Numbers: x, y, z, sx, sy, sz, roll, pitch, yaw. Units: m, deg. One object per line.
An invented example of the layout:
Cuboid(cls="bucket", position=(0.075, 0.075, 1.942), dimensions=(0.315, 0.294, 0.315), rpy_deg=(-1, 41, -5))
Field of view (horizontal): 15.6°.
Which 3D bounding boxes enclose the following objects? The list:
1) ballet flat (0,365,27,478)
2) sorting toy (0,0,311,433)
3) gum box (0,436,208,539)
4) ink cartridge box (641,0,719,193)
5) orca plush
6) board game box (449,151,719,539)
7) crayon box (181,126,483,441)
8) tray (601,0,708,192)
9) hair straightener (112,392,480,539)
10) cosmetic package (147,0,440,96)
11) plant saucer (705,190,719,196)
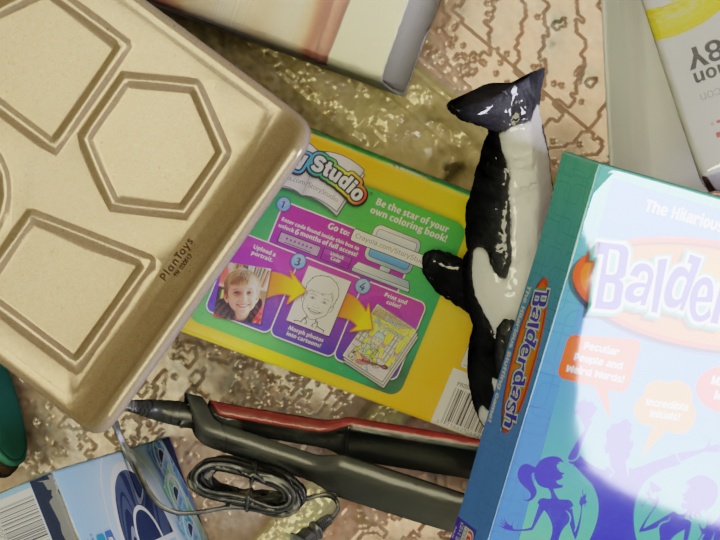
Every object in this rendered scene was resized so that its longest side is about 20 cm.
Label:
Cuboid(cls="ballet flat", position=(-0.237, 0.025, 1.430), dimensions=(0.068, 0.068, 0.200), rpy_deg=(-22, 77, 19))
Cuboid(cls="sorting toy", position=(-0.147, -0.049, 1.280), dimensions=(0.200, 0.036, 0.185), rpy_deg=(37, 98, 11))
Cuboid(cls="gum box", position=(-0.112, 0.178, 1.336), dimensions=(0.045, 0.200, 0.170), rpy_deg=(-23, 87, 12))
Cuboid(cls="ink cartridge box", position=(0.210, -0.154, 1.306), dimensions=(0.145, 0.083, 0.200), rpy_deg=(-18, 81, 12))
Cuboid(cls="orca plush", position=(0.057, 0.000, 1.295), dimensions=(0.071, 0.105, 0.200), rpy_deg=(4, 130, 22))
Cuboid(cls="board game box", position=(0.142, 0.059, 1.255), dimensions=(0.152, 0.045, 0.200), rpy_deg=(14, 95, -21))
Cuboid(cls="crayon box", position=(0.000, 0.000, 1.349), dimensions=(0.200, 0.058, 0.119), rpy_deg=(21, 94, -16))
Cuboid(cls="tray", position=(0.181, -0.100, 1.374), dimensions=(0.107, 0.022, 0.200), rpy_deg=(-2, 90, 9))
Cuboid(cls="hair straightener", position=(-0.031, 0.104, 1.334), dimensions=(0.200, 0.041, 0.077), rpy_deg=(14, 56, -2))
Cuboid(cls="cosmetic package", position=(-0.057, -0.173, 1.381), dimensions=(0.200, 0.087, 0.104), rpy_deg=(19, 93, 9))
Cuboid(cls="plant saucer", position=(0.242, 0.079, 1.312), dimensions=(0.200, 0.037, 0.200), rpy_deg=(14, 94, 9))
